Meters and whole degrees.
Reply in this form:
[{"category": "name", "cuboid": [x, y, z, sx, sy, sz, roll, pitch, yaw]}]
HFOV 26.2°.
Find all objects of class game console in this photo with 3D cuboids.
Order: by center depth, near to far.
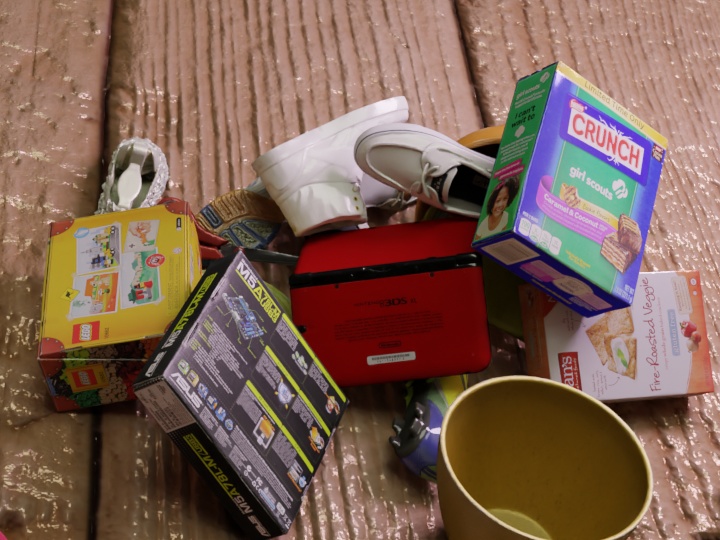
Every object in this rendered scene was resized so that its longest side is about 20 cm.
[{"category": "game console", "cuboid": [0.035, 0.031, 1.601, 0.198, 0.119, 0.174, -7, 83, 10]}]

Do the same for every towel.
[{"category": "towel", "cuboid": [0.142, 0.012, 1.687, 0.199, 0.087, 0.018, 28, 12, -2]}]

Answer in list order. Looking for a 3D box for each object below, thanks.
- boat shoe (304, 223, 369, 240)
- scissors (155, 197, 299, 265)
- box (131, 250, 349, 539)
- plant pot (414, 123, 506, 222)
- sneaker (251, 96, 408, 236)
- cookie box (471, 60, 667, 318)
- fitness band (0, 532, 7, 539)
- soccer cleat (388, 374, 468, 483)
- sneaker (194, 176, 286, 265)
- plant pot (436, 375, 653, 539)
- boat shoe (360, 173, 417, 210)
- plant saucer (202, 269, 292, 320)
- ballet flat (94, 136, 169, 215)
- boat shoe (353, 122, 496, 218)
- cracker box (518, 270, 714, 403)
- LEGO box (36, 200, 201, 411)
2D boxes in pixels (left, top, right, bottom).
[{"category": "boat shoe", "cuboid": [0.000, 0.000, 1.686, 0.060, 0.074, 0.200, -9, 43, -27]}, {"category": "scissors", "cuboid": [-0.144, -0.015, 1.666, 0.198, 0.014, 0.074, 23, 80, -1]}, {"category": "box", "cuboid": [-0.106, 0.116, 1.447, 0.201, 0.047, 0.194, 55, 33, -22]}, {"category": "plant pot", "cuboid": [0.170, -0.082, 1.762, 0.198, 0.202, 0.184, 18, 24, 2]}, {"category": "sneaker", "cuboid": [-0.011, -0.107, 1.693, 0.199, 0.074, 0.116, -28, 87, -24]}, {"category": "cookie box", "cuboid": [0.217, -0.081, 1.582, 0.170, 0.075, 0.202, 30, 64, -27]}, {"category": "fitness band", "cuboid": [-0.370, 0.278, 1.276, 0.143, 0.038, 0.200, 26, 42, 8]}, {"category": "soccer cleat", "cuboid": [0.085, 0.142, 1.575, 0.084, 0.065, 0.201, 44, 34, -13]}, {"category": "sneaker", "cuboid": [-0.115, -0.063, 1.733, 0.199, 0.088, 0.076, -34, 89, -20]}, {"category": "plant pot", "cuboid": [0.153, 0.218, 1.430, 0.198, 0.143, 0.201, 9, 41, -8]}, {"category": "boat shoe", "cuboid": [0.035, -0.109, 1.802, 0.068, 0.075, 0.200, 32, 30, 18]}, {"category": "plant saucer", "cuboid": [-0.140, 0.062, 1.602, 0.198, 0.031, 0.201, 9, 40, -7]}, {"category": "ballet flat", "cuboid": [-0.251, -0.101, 1.727, 0.071, 0.072, 0.201, 11, 39, -6]}, {"category": "boat shoe", "cuboid": [0.087, -0.097, 1.629, 0.198, 0.072, 0.066, 22, 22, -3]}, {"category": "cracker box", "cuboid": [0.274, 0.073, 1.654, 0.198, 0.058, 0.135, -3, 81, -20]}, {"category": "LEGO box", "cuboid": [-0.235, 0.032, 1.537, 0.147, 0.078, 0.201, -9, 42, 2]}]
